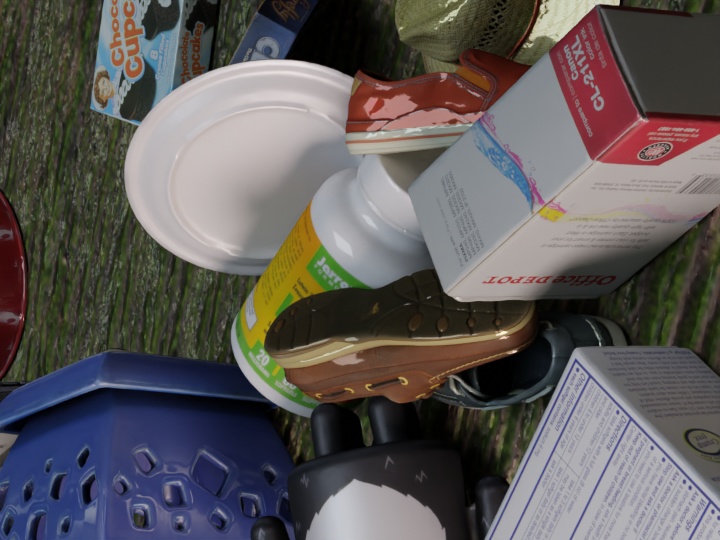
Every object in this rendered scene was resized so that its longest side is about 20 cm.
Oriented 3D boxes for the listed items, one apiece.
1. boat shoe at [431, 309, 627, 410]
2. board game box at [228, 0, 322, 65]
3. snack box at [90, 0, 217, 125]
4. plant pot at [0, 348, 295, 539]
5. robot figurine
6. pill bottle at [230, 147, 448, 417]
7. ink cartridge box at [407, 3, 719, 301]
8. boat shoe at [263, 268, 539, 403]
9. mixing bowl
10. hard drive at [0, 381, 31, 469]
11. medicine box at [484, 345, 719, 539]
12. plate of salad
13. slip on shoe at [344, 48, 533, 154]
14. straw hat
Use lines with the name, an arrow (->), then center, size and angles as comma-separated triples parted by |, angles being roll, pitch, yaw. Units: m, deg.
boat shoe -> 0.088, 0.057, 1.573 | 0.200, 0.062, 0.073 | -3, 88, 51
board game box -> -0.084, -0.131, 1.743 | 0.035, 0.136, 0.200 | 29, 123, -2
snack box -> -0.161, -0.216, 1.902 | 0.116, 0.037, 0.201 | 20, 106, 50
plant pot -> -0.164, 0.165, 1.790 | 0.200, 0.199, 0.181 | -24, 65, 49
robot figurine -> 0.017, 0.186, 1.611 | 0.150, 0.124, 0.201 | -22, 73, 48
pill bottle -> 0.000, 0.000, 1.643 | 0.200, 0.111, 0.111 | -55, 50, 35
ink cartridge box -> 0.145, -0.067, 1.434 | 0.200, 0.145, 0.083 | -43, 59, 42
boat shoe -> 0.034, 0.047, 1.553 | 0.200, 0.072, 0.068 | -9, 126, 33
mixing bowl -> -0.396, 0.013, 2.141 | 0.200, 0.108, 0.201 | 0, 89, 50
hard drive -> -0.358, 0.151, 2.067 | 0.200, 0.139, 0.038 | -39, 62, 43
medicine box -> 0.183, 0.174, 1.422 | 0.200, 0.103, 0.183 | 47, 125, 40
plate of salad -> -0.066, -0.076, 1.671 | 0.200, 0.199, 0.048 | -55, 29, 36
slip on shoe -> 0.082, -0.113, 1.519 | 0.199, 0.074, 0.061 | -6, 92, 20
straw hat -> 0.072, -0.179, 1.574 | 0.201, 0.085, 0.202 | 1, 91, 51
